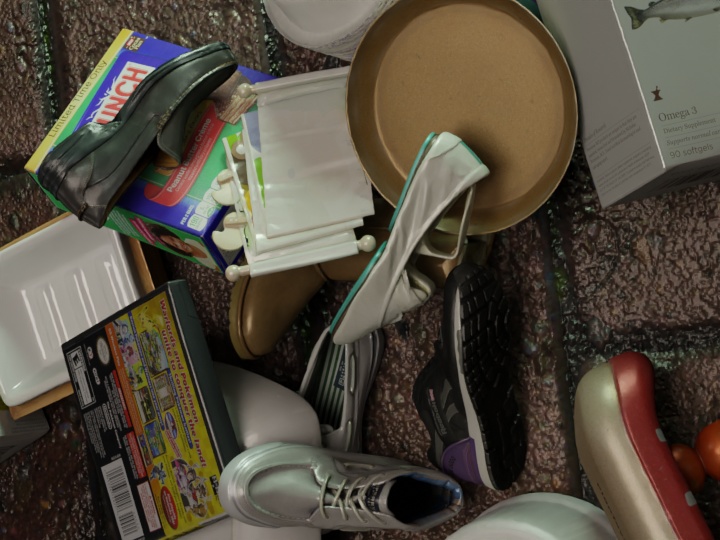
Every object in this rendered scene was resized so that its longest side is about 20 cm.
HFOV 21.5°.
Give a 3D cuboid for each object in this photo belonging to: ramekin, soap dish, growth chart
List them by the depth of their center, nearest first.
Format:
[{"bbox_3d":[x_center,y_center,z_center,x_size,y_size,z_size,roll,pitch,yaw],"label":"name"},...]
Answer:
[{"bbox_3d":[0.137,0.286,1.546,0.200,0.098,0.202,1,91,30],"label":"ramekin"},{"bbox_3d":[-0.053,-0.086,1.583,0.144,0.018,0.201,-5,62,8],"label":"growth chart"},{"bbox_3d":[-0.264,0.031,1.774,0.199,0.081,0.158,-25,79,27],"label":"soap dish"}]

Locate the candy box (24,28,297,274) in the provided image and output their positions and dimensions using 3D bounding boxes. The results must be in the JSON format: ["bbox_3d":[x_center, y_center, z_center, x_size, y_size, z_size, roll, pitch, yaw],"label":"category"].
[{"bbox_3d":[-0.165,-0.109,1.678,0.199,0.077,0.170,19,67,28],"label":"candy box"}]

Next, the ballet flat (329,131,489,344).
[{"bbox_3d":[0.042,-0.013,1.509,0.069,0.069,0.201,36,111,24],"label":"ballet flat"}]

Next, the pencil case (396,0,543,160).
[{"bbox_3d":[0.096,-0.177,1.568,0.092,0.085,0.201,29,105,24],"label":"pencil case"}]

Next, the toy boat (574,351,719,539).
[{"bbox_3d":[0.250,0.154,1.484,0.130,0.131,0.201,-24,78,-4],"label":"toy boat"}]

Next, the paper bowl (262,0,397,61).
[{"bbox_3d":[-0.014,-0.281,1.583,0.200,0.104,0.202,-16,69,47],"label":"paper bowl"}]

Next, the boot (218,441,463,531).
[{"bbox_3d":[-0.011,0.179,1.560,0.095,0.199,0.074,-2,87,54],"label":"boot"}]

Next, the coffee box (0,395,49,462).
[{"bbox_3d":[-0.459,0.114,1.816,0.199,0.200,0.198,-31,76,25],"label":"coffee box"}]

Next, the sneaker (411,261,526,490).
[{"bbox_3d":[0.074,0.087,1.563,0.087,0.076,0.201,9,118,34],"label":"sneaker"}]

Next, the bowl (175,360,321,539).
[{"bbox_3d":[-0.125,0.189,1.665,0.200,0.074,0.201,16,109,45],"label":"bowl"}]

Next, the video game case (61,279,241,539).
[{"bbox_3d":[-0.178,0.130,1.637,0.180,0.025,0.201,-28,77,46],"label":"video game case"}]

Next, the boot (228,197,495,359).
[{"bbox_3d":[0.000,0.000,1.602,0.199,0.066,0.176,3,60,30],"label":"boot"}]

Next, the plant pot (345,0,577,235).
[{"bbox_3d":[0.082,-0.129,1.509,0.199,0.027,0.201,7,107,24],"label":"plant pot"}]

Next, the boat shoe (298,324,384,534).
[{"bbox_3d":[-0.036,0.135,1.656,0.073,0.067,0.201,14,97,28],"label":"boat shoe"}]

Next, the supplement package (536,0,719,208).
[{"bbox_3d":[0.227,-0.166,1.453,0.117,0.116,0.201,142,112,-69],"label":"supplement package"}]

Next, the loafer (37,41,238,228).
[{"bbox_3d":[-0.175,-0.114,1.606,0.200,0.073,0.072,-41,79,-10],"label":"loafer"}]
